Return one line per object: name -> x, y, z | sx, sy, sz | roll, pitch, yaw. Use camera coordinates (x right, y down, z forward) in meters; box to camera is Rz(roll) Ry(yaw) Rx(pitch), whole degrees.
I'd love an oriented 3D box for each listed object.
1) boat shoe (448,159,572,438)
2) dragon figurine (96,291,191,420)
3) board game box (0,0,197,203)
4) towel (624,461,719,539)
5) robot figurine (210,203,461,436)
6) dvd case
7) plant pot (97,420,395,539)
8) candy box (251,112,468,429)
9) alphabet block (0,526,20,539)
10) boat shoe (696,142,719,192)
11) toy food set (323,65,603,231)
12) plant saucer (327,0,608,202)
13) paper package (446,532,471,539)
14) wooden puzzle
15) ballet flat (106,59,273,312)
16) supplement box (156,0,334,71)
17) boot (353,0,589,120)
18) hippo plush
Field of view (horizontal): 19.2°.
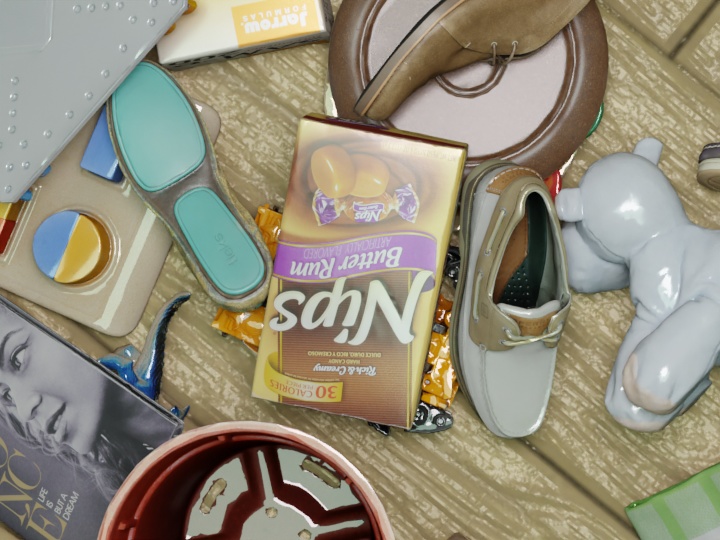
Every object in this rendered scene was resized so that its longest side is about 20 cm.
boat shoe -> 0.105, 0.027, 1.472 | 0.075, 0.068, 0.200 | -11, 106, -18
dragon figurine -> -0.162, 0.108, 1.550 | 0.099, 0.059, 0.200 | 44, 97, 1
board game box -> -0.238, -0.182, 1.528 | 0.200, 0.026, 0.200 | -47, 66, 13
towel -> 0.289, 0.229, 1.501 | 0.149, 0.031, 0.200 | -32, 87, 32
robot figurine -> 0.003, 0.033, 1.540 | 0.200, 0.058, 0.145 | 23, 92, 5
dvd case -> -0.231, 0.118, 1.528 | 0.200, 0.016, 0.149 | 33, 112, 21
plant pot -> -0.067, 0.197, 1.476 | 0.201, 0.195, 0.201 | 0, 90, 5
candy box -> 0.000, 0.000, 1.475 | 0.117, 0.056, 0.200 | 11, 100, 5
alphabet block -> -0.258, 0.325, 1.468 | 0.200, 0.196, 0.195 | 35, 108, 3
boat shoe -> 0.338, -0.091, 1.515 | 0.200, 0.072, 0.065 | -4, 78, 7
toy food set -> 0.073, -0.123, 1.541 | 0.200, 0.049, 0.198 | -12, 89, 4
plant saucer -> 0.075, -0.148, 1.501 | 0.200, 0.034, 0.200 | 0, 90, 5
paper package -> 0.078, 0.320, 1.512 | 0.191, 0.103, 0.200 | 37, 93, 3
wooden puzzle -> -0.227, -0.071, 1.563 | 0.200, 0.046, 0.185 | 23, 91, 4
ballet flat -> -0.122, -0.056, 1.516 | 0.071, 0.071, 0.200 | -31, 76, 3
supplement box -> -0.098, -0.254, 1.541 | 0.126, 0.074, 0.200 | -11, 89, 5
boot -> 0.082, -0.161, 1.452 | 0.200, 0.074, 0.075 | -42, 97, 1
hippo plush -> 0.196, 0.004, 1.469 | 0.161, 0.200, 0.159 | 43, 60, 13
